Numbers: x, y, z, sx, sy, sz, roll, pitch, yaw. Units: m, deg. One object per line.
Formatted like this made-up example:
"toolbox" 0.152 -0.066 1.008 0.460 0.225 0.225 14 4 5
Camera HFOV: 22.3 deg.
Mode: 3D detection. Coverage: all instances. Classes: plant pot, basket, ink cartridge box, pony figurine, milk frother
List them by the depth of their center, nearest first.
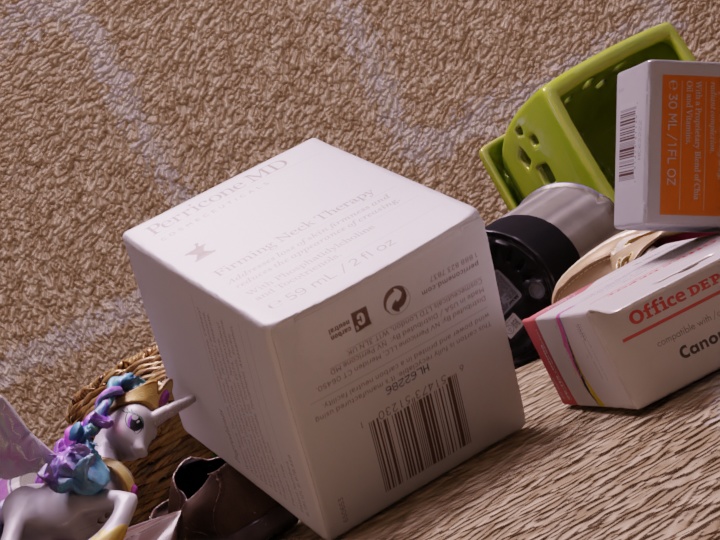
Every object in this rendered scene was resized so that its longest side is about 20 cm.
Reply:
"ink cartridge box" 0.184 0.031 1.109 0.116 0.068 0.200 -27 1 -9
"pony figurine" -0.207 0.158 1.192 0.192 0.167 0.200 -12 40 18
"milk frother" 0.105 -0.024 1.584 0.180 0.201 0.188 -28 1 30
"basket" -0.159 0.114 1.625 0.199 0.143 0.149 -26 31 13
"plant pot" 0.249 -0.102 1.830 0.199 0.200 0.181 -29 -3 -33

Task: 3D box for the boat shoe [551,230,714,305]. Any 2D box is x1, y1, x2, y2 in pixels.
"boat shoe" 0.218 0.000 1.323 0.200 0.074 0.069 -25 -3 30

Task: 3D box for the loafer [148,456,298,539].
"loafer" -0.104 0.164 1.328 0.073 0.071 0.200 -28 2 -29

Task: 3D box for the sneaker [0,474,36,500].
"sneaker" -0.491 0.309 2.541 0.114 0.073 0.200 -30 2 9

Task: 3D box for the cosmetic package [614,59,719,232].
"cosmetic package" 0.261 -0.073 1.123 0.199 0.102 0.071 1 -1 -8

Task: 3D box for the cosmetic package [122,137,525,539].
"cosmetic package" -0.025 0.039 1.208 0.167 0.167 0.200 -29 31 -24

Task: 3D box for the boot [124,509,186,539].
"boot" -0.199 0.217 1.311 0.200 0.064 0.186 -30 15 8

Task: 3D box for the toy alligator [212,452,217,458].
"toy alligator" -0.110 0.168 1.514 0.200 0.054 0.059 -28 2 -25
